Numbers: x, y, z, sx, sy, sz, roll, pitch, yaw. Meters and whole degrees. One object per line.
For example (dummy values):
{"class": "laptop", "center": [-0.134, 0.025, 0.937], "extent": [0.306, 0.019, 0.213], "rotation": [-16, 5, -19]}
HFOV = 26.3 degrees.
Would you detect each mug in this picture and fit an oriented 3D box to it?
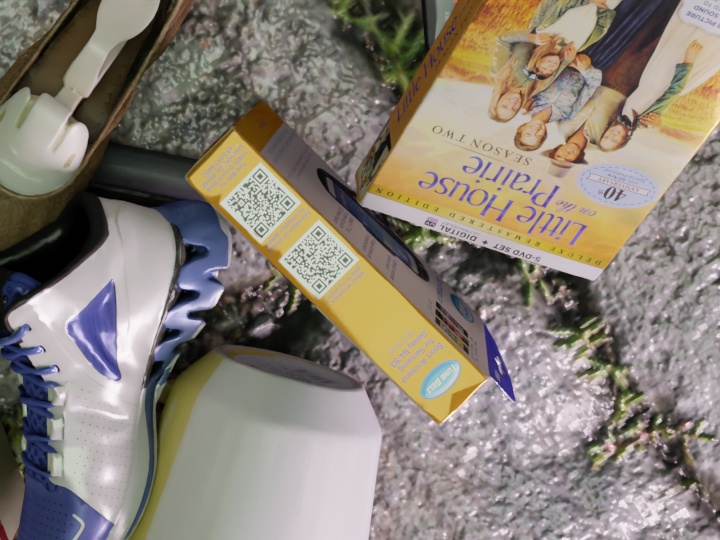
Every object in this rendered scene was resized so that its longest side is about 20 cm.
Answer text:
{"class": "mug", "center": [-0.075, 0.119, 0.821], "extent": [0.186, 0.149, 0.154], "rotation": [15, 95, -7]}

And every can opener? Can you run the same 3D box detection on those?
{"class": "can opener", "center": [-0.174, -0.047, 0.823], "extent": [0.199, 0.067, 0.054], "rotation": [11, 104, 1]}

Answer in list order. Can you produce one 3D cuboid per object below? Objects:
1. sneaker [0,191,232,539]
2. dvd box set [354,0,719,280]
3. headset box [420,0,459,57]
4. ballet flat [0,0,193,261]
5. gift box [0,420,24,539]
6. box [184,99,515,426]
{"class": "sneaker", "center": [-0.152, 0.045, 0.771], "extent": [0.115, 0.080, 0.200], "rotation": [18, 93, -39]}
{"class": "dvd box set", "center": [0.103, -0.087, 0.757], "extent": [0.146, 0.029, 0.200], "rotation": [18, 132, -18]}
{"class": "headset box", "center": [0.106, -0.190, 0.774], "extent": [0.199, 0.077, 0.149], "rotation": [-4, 102, 2]}
{"class": "ballet flat", "center": [-0.141, -0.094, 0.773], "extent": [0.068, 0.072, 0.200], "rotation": [36, 77, -9]}
{"class": "gift box", "center": [-0.277, 0.089, 0.807], "extent": [0.199, 0.185, 0.187], "rotation": [-16, 110, 2]}
{"class": "box", "center": [0.000, 0.000, 0.799], "extent": [0.041, 0.119, 0.200], "rotation": [-42, 97, 11]}
